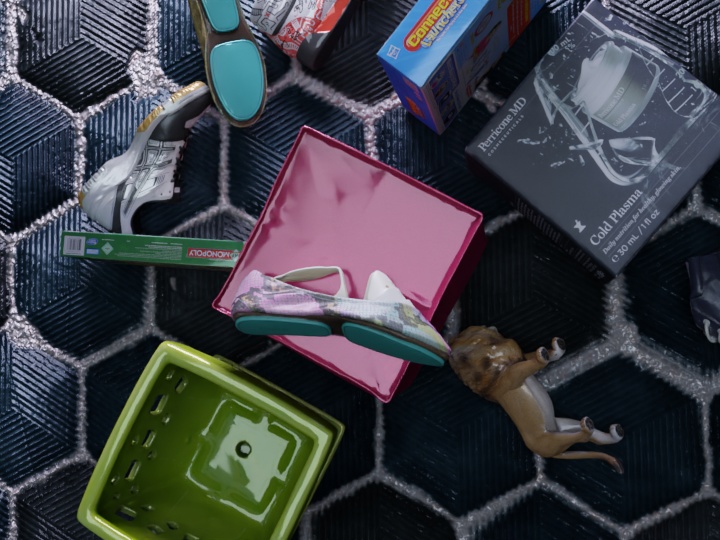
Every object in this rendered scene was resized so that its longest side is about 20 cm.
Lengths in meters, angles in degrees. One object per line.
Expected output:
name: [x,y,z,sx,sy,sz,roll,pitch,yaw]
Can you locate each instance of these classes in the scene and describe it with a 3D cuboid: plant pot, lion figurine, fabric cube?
plant pot: [-0.136,0.200,0.980,0.198,0.181,0.201,27,91,10]
lion figurine: [0.178,0.139,0.989,0.122,0.072,0.201,-31,88,40]
fabric cube: [0.000,0.000,0.963,0.195,0.199,0.201,28,91,8]

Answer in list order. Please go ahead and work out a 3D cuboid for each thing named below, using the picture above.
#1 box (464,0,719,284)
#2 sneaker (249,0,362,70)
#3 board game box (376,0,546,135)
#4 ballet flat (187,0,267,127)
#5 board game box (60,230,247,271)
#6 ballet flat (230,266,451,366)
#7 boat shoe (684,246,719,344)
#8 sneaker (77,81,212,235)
box: [0.245,-0.126,0.973,0.196,0.124,0.200,41,93,11]
sneaker: [-0.040,-0.335,1.056,0.108,0.067,0.202,35,95,7]
board game box: [0.111,-0.250,0.961,0.056,0.200,0.196,39,92,11]
ballet flat: [-0.152,-0.252,1.070,0.070,0.071,0.201,-16,86,7]
board game box: [-0.201,-0.018,1.027,0.198,0.135,0.029,4,87,9]
ballet flat: [-0.015,0.032,0.836,0.199,0.069,0.072,9,68,9]
boat shoe: [0.389,0.068,0.968,0.092,0.075,0.201,-10,77,15]
sneaker: [-0.225,-0.122,1.078,0.088,0.076,0.200,43,98,-5]
